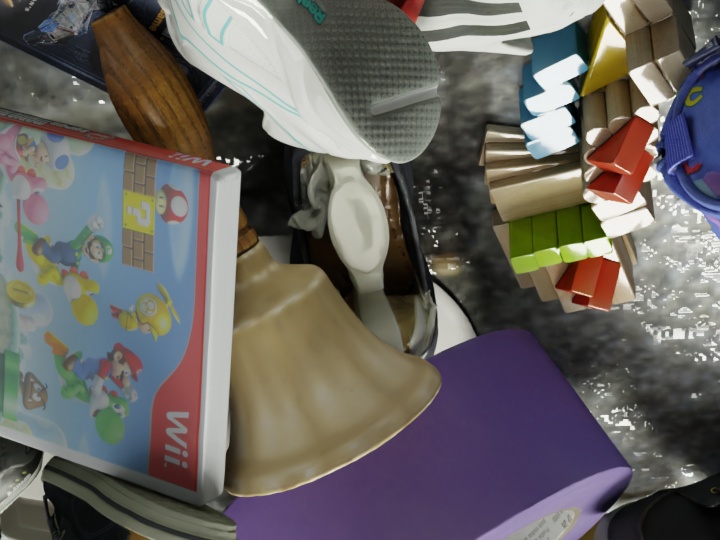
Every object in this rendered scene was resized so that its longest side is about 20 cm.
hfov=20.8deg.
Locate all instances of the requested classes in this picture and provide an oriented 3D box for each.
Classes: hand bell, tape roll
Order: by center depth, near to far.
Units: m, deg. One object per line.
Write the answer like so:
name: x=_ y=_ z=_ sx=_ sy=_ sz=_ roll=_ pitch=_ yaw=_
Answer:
hand bell: x=-0.056 y=-0.018 z=0.815 sx=0.104 sy=0.104 sz=0.200 roll=-22 pitch=104 yaw=23
tape roll: x=0.027 y=0.121 z=0.946 sx=0.200 sy=0.085 sz=0.200 roll=-31 pitch=162 yaw=-11

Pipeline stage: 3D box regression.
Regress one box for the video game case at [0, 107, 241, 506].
video game case: x=-0.140 y=0.005 z=0.825 sx=0.200 sy=0.017 sz=0.143 roll=15 pitch=112 yaw=28

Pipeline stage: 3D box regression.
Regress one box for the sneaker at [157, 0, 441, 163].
sneaker: x=-0.053 y=-0.113 z=0.739 sx=0.080 sy=0.070 sz=0.200 roll=-2 pitch=134 yaw=46

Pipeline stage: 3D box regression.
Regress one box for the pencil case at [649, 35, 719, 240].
pencil case: x=0.189 y=-0.021 z=0.839 sx=0.087 sy=0.078 sz=0.200 roll=-7 pitch=153 yaw=26

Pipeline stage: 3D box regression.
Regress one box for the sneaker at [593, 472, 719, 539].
sneaker: x=0.197 y=0.118 z=0.983 sx=0.106 sy=0.075 sz=0.200 roll=-43 pitch=162 yaw=28

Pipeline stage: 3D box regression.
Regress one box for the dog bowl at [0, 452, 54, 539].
dog bowl: x=-0.160 y=0.051 z=0.956 sx=0.200 sy=0.059 sz=0.200 roll=7 pitch=135 yaw=7

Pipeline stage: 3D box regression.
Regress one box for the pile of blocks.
pile of blocks: x=0.096 y=-0.045 z=0.861 sx=0.082 sy=0.062 sz=0.200 roll=4 pitch=136 yaw=-2

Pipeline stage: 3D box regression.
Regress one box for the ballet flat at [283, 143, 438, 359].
ballet flat: x=0.000 y=0.000 z=0.889 sx=0.073 sy=0.073 sz=0.200 roll=-4 pitch=129 yaw=6

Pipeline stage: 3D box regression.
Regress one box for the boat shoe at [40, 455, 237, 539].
boat shoe: x=-0.104 y=0.122 z=0.864 sx=0.075 sy=0.062 sz=0.200 roll=17 pitch=177 yaw=-19

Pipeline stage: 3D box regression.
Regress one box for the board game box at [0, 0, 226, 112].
board game box: x=-0.074 y=-0.153 z=0.773 sx=0.135 sy=0.035 sz=0.200 roll=25 pitch=132 yaw=-23

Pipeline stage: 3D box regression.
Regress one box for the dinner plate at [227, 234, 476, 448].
dinner plate: x=-0.037 y=0.057 z=1.003 sx=0.200 sy=0.024 sz=0.200 roll=1 pitch=136 yaw=1

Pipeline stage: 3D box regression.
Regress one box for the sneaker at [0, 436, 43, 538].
sneaker: x=-0.200 y=0.114 z=0.945 sx=0.085 sy=0.078 sz=0.200 roll=28 pitch=144 yaw=-23

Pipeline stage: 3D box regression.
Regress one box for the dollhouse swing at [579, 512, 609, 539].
dollhouse swing: x=0.095 y=0.248 z=1.073 sx=0.176 sy=0.200 sz=0.182 roll=-1 pitch=137 yaw=-4

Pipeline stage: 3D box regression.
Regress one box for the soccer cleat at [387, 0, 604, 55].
soccer cleat: x=0.065 y=-0.129 z=0.735 sx=0.085 sy=0.069 sz=0.200 roll=13 pitch=161 yaw=-15
